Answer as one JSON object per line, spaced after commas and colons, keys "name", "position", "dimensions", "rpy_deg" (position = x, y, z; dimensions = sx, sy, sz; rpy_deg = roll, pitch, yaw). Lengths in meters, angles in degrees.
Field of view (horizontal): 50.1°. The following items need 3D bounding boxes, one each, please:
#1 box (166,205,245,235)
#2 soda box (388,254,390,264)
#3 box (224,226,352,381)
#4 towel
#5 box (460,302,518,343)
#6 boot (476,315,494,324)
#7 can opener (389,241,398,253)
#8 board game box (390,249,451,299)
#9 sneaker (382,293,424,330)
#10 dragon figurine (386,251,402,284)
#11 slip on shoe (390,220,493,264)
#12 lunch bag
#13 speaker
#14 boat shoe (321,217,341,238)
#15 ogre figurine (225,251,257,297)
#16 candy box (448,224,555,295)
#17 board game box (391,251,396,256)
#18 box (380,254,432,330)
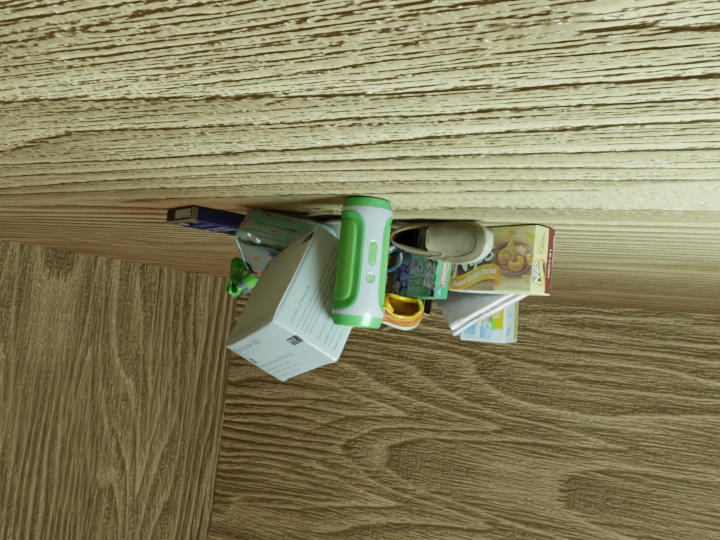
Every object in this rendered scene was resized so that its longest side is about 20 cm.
{"name": "box", "position": [-0.282, -0.098, 1.591], "dimensions": [0.200, 0.032, 0.121], "rpy_deg": [8, 175, -37]}
{"name": "soda box", "position": [-0.036, -0.045, 1.636], "dimensions": [0.200, 0.063, 0.070], "rpy_deg": [6, 159, 3]}
{"name": "box", "position": [-0.103, 0.061, 1.319], "dimensions": [0.131, 0.200, 0.199], "rpy_deg": [35, 148, -18]}
{"name": "towel", "position": [0.235, 0.031, 1.478], "dimensions": [0.191, 0.032, 0.200], "rpy_deg": [-30, -157, 6]}
{"name": "box", "position": [0.308, 0.067, 1.820], "dimensions": [0.112, 0.200, 0.101], "rpy_deg": [2, 178, 27]}
{"name": "boot", "position": [0.278, 0.041, 1.711], "dimensions": [0.073, 0.156, 0.200], "rpy_deg": [-4, 173, -35]}
{"name": "can opener", "position": [0.047, -0.062, 1.451], "dimensions": [0.053, 0.067, 0.200], "rpy_deg": [21, -173, 10]}
{"name": "board game box", "position": [0.117, -0.012, 1.484], "dimensions": [0.029, 0.135, 0.200], "rpy_deg": [10, 175, -20]}
{"name": "sneaker", "position": [0.022, 0.067, 1.458], "dimensions": [0.200, 0.073, 0.077], "rpy_deg": [0, 146, -7]}
{"name": "dragon figurine", "position": [0.000, 0.000, 1.540], "dimensions": [0.099, 0.059, 0.200], "rpy_deg": [1, 175, -30]}
{"name": "slip on shoe", "position": [0.138, -0.054, 1.348], "dimensions": [0.061, 0.076, 0.200], "rpy_deg": [3, -173, -44]}
{"name": "lunch bag", "position": [-0.137, -0.037, 1.457], "dimensions": [0.200, 0.077, 0.160], "rpy_deg": [12, 147, 17]}
{"name": "speaker", "position": [0.003, -0.011, 1.215], "dimensions": [0.088, 0.200, 0.088], "rpy_deg": [5, 175, 0]}
{"name": "boat shoe", "position": [-0.042, -0.066, 1.494], "dimensions": [0.060, 0.072, 0.200], "rpy_deg": [-36, 180, -25]}
{"name": "ogre figurine", "position": [-0.207, -0.030, 1.631], "dimensions": [0.120, 0.098, 0.200], "rpy_deg": [-16, -163, 30]}
{"name": "candy box", "position": [0.247, -0.017, 1.370], "dimensions": [0.055, 0.116, 0.200], "rpy_deg": [10, 174, -36]}
{"name": "board game box", "position": [0.153, -0.043, 1.733], "dimensions": [0.135, 0.028, 0.200], "rpy_deg": [8, 175, -12]}
{"name": "box", "position": [0.099, 0.031, 1.592], "dimensions": [0.021, 0.164, 0.200], "rpy_deg": [15, 162, -21]}
